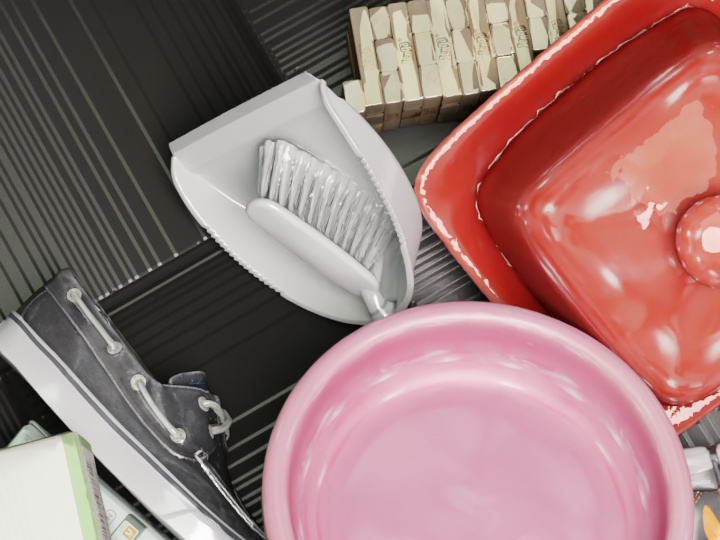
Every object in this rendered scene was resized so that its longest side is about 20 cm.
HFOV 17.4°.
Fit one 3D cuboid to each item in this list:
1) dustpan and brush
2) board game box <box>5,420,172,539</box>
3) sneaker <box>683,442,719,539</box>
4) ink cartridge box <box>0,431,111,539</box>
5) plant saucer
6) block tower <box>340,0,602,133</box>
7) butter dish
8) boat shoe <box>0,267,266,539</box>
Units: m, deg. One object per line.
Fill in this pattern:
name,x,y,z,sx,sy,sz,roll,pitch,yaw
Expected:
dustpan and brush,0.000,0.000,1.180,0.200,0.139,0.057,39,56,-22
board game box,-0.132,0.195,1.153,0.200,0.064,0.148,40,82,8
sneaker,0.225,0.136,1.171,0.198,0.078,0.113,-9,84,8
ink cartridge box,-0.210,0.170,1.103,0.198,0.048,0.147,-14,79,-1
plant saucer,0.053,0.112,1.089,0.199,0.051,0.202,2,59,-3
block tower,0.086,-0.115,1.219,0.198,0.054,0.058,-10,79,-3
butter dish,0.158,-0.024,1.131,0.200,0.148,0.200,-40,102,2
boat shoe,-0.096,0.081,1.175,0.068,0.072,0.200,-44,76,-7
